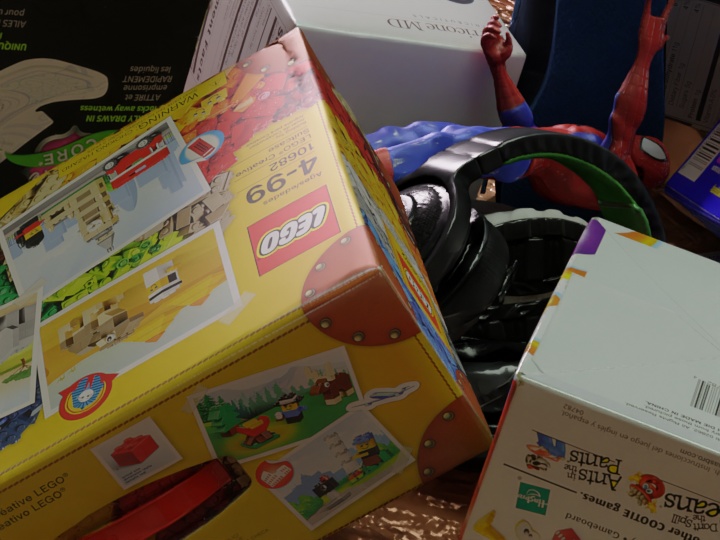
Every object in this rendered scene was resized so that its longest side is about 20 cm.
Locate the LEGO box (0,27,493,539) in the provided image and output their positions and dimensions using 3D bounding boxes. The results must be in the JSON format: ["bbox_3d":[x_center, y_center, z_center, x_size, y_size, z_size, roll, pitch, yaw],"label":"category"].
[{"bbox_3d":[-0.076,0.034,0.706,0.200,0.077,0.149,-29,33,7],"label":"LEGO box"}]

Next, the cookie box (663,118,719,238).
[{"bbox_3d":[0.232,0.012,0.921,0.200,0.075,0.171,39,5,-8],"label":"cookie box"}]

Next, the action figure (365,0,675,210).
[{"bbox_3d":[0.053,-0.074,0.932,0.200,0.099,0.065,7,4,-36],"label":"action figure"}]

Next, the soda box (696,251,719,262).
[{"bbox_3d":[0.177,0.075,0.905,0.063,0.068,0.200,-6,38,-39],"label":"soda box"}]

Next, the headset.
[{"bbox_3d":[0.039,0.028,0.861,0.200,0.124,0.094,-32,22,-20],"label":"headset"}]

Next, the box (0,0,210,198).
[{"bbox_3d":[-0.150,-0.085,0.856,0.124,0.200,0.149,0,33,-32],"label":"box"}]

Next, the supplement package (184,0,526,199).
[{"bbox_3d":[-0.019,-0.106,1.060,0.114,0.110,0.200,5,32,-23],"label":"supplement package"}]

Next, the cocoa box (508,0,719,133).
[{"bbox_3d":[0.165,-0.172,1.114,0.131,0.133,0.200,18,32,11],"label":"cocoa box"}]

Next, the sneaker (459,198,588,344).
[{"bbox_3d":[0.000,0.000,0.946,0.200,0.074,0.079,5,9,-20],"label":"sneaker"}]

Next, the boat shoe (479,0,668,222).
[{"bbox_3d":[0.103,-0.095,1.017,0.084,0.200,0.069,7,31,-13],"label":"boat shoe"}]

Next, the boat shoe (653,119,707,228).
[{"bbox_3d":[0.137,-0.077,1.152,0.069,0.074,0.200,-8,36,-19],"label":"boat shoe"}]

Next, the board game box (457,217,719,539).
[{"bbox_3d":[0.073,0.106,0.655,0.105,0.200,0.103,21,29,7],"label":"board game box"}]
